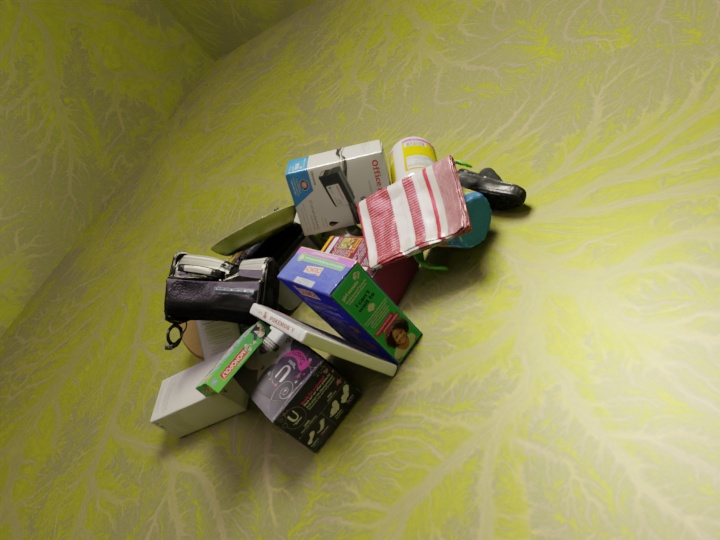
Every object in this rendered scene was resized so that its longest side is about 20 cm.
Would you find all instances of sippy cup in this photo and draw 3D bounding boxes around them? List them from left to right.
[{"bbox_3d":[0.157,-0.098,1.013,0.140,0.178,0.130,-34,32,-31],"label":"sippy cup"}]

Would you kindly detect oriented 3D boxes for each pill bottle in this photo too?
[{"bbox_3d":[0.116,-0.186,1.175,0.104,0.104,0.200,-28,37,22],"label":"pill bottle"}]

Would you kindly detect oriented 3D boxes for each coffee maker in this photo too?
[{"bbox_3d":[-0.270,0.063,1.125,0.200,0.192,0.135,5,10,11],"label":"coffee maker"}]

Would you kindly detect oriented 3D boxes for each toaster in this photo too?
[{"bbox_3d":[-0.178,-0.024,1.288,0.200,0.119,0.181,-52,35,-12],"label":"toaster"}]

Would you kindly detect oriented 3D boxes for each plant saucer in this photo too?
[{"bbox_3d":[-0.215,-0.077,1.178,0.200,0.031,0.200,-28,2,1],"label":"plant saucer"}]

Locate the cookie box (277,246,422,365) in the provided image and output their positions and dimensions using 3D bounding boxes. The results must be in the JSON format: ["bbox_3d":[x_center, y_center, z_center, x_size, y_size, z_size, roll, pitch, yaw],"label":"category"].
[{"bbox_3d":[-0.019,0.058,0.960,0.171,0.200,0.075,16,65,52],"label":"cookie box"}]

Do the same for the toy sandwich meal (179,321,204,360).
[{"bbox_3d":[-0.328,0.111,1.303,0.205,0.070,0.205,0,90,21],"label":"toy sandwich meal"}]

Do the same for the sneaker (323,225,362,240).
[{"bbox_3d":[-0.042,-0.084,1.270,0.080,0.070,0.200,-46,26,9],"label":"sneaker"}]

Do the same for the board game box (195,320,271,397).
[{"bbox_3d":[-0.229,0.160,1.004,0.135,0.029,0.200,-52,8,-23],"label":"board game box"}]

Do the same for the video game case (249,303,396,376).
[{"bbox_3d":[-0.063,0.115,0.948,0.182,0.200,0.023,17,83,53],"label":"video game case"}]

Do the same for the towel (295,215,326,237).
[{"bbox_3d":[-0.108,-0.159,1.330,0.200,0.031,0.149,25,108,61],"label":"towel"}]

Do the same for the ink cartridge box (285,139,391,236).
[{"bbox_3d":[-0.037,-0.170,1.167,0.200,0.145,0.084,-13,29,6],"label":"ink cartridge box"}]

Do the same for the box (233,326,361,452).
[{"bbox_3d":[-0.118,0.195,0.990,0.132,0.115,0.200,-50,35,-10],"label":"box"}]

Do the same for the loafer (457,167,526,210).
[{"bbox_3d":[0.233,-0.160,1.056,0.070,0.068,0.200,-57,32,-5],"label":"loafer"}]

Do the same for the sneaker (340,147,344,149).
[{"bbox_3d":[-0.038,-0.184,1.367,0.200,0.108,0.070,-63,0,28],"label":"sneaker"}]

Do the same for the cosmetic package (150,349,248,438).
[{"bbox_3d":[-0.326,0.256,1.166,0.200,0.085,0.108,-24,39,25],"label":"cosmetic package"}]

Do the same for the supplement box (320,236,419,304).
[{"bbox_3d":[0.000,0.000,1.107,0.200,0.086,0.110,5,56,49],"label":"supplement box"}]

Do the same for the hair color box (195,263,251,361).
[{"bbox_3d":[-0.299,0.093,1.221,0.100,0.061,0.200,-15,84,14],"label":"hair color box"}]

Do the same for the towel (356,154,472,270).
[{"bbox_3d":[0.085,-0.097,0.977,0.200,0.023,0.144,-23,64,28],"label":"towel"}]

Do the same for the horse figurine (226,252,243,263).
[{"bbox_3d":[-0.278,-0.056,1.483,0.200,0.050,0.133,-16,30,44],"label":"horse figurine"}]
